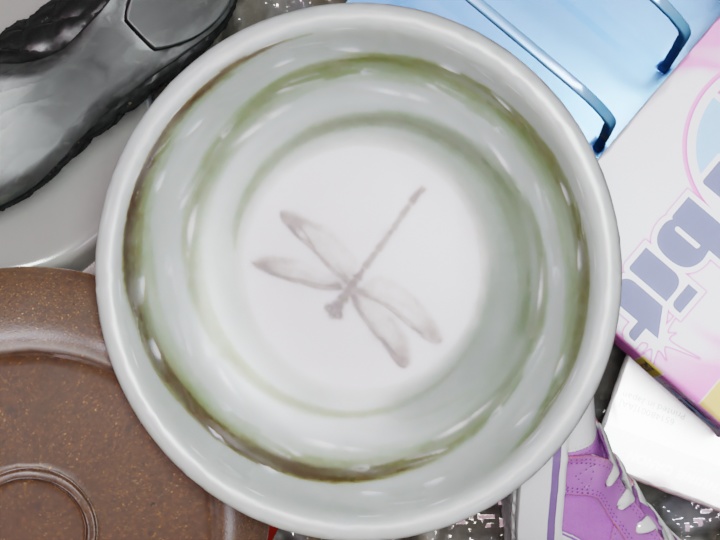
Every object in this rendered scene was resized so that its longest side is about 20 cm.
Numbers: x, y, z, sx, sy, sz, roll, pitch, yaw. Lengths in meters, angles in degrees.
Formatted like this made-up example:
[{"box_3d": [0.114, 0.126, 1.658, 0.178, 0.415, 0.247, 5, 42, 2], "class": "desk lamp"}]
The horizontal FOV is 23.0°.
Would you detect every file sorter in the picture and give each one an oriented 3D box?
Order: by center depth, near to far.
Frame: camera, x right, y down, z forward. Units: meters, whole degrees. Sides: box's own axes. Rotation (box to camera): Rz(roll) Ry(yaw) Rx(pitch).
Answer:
[{"box_3d": [0.085, -0.133, 0.751, 0.139, 0.123, 0.200, 40, 91, 6], "class": "file sorter"}]

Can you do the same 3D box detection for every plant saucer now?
[{"box_3d": [0.000, 0.000, 0.679, 0.198, 0.050, 0.202, 1, 94, 7], "class": "plant saucer"}, {"box_3d": [-0.133, 0.100, 0.706, 0.199, 0.035, 0.202, -2, 105, -9], "class": "plant saucer"}]

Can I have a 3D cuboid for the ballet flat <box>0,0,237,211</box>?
[{"box_3d": [-0.133, -0.072, 0.728, 0.199, 0.057, 0.067, -34, 97, -13], "class": "ballet flat"}]

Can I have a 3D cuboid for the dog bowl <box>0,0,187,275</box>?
[{"box_3d": [-0.161, -0.054, 0.767, 0.198, 0.059, 0.201, 3, 67, -7], "class": "dog bowl"}]

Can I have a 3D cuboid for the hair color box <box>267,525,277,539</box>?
[{"box_3d": [-0.140, 0.097, 0.787, 0.199, 0.061, 0.102, 28, 90, 6], "class": "hair color box"}]

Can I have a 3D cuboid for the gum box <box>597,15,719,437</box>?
[{"box_3d": [0.171, -0.044, 0.724, 0.113, 0.066, 0.200, 40, 91, 6], "class": "gum box"}]

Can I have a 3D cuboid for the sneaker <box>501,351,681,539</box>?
[{"box_3d": [0.116, 0.112, 0.741, 0.113, 0.073, 0.202, -6, 120, 3], "class": "sneaker"}]

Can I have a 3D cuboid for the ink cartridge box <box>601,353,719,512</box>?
[{"box_3d": [0.219, 0.034, 0.771, 0.199, 0.045, 0.177, 20, 89, 5], "class": "ink cartridge box"}]
